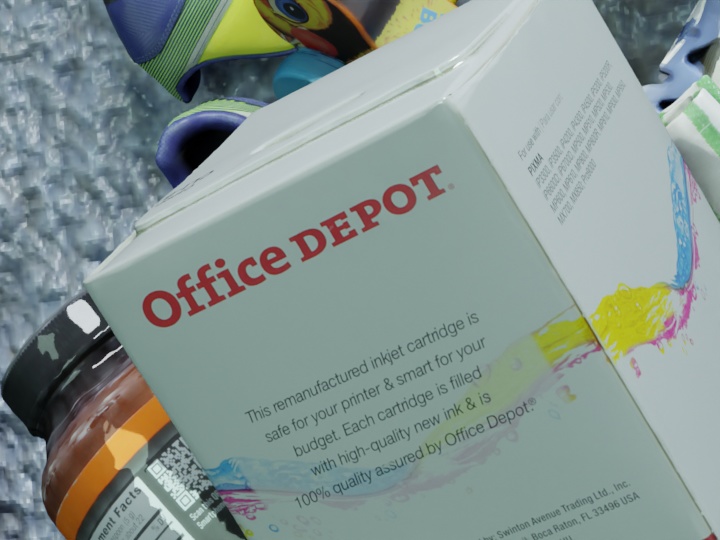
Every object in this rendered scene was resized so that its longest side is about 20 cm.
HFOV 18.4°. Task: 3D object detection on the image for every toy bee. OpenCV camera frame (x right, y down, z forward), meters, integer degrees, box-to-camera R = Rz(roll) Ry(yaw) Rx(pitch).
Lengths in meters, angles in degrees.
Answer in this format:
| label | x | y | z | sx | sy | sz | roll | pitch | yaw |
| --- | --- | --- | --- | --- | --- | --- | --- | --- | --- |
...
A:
| label | x | y | z | sx | sy | sz | roll | pitch | yaw |
| --- | --- | --- | --- | --- | --- | --- | --- | --- | --- |
| toy bee | -0.001 | -0.087 | 0.824 | 0.199 | 0.109 | 0.132 | 12 | 76 | -12 |

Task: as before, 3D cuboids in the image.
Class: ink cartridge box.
| label | x | y | z | sx | sy | sz | roll | pitch | yaw |
| --- | --- | --- | --- | --- | --- | --- | --- | --- | --- |
| ink cartridge box | 0.040 | 0.029 | 0.719 | 0.145 | 0.145 | 0.201 | -24 | 105 | 28 |

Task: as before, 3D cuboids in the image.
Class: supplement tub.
| label | x | y | z | sx | sy | sz | roll | pitch | yaw |
| --- | --- | --- | --- | --- | --- | --- | --- | --- | --- |
| supplement tub | -0.048 | 0.095 | 0.846 | 0.200 | 0.107 | 0.107 | 47 | 110 | 15 |

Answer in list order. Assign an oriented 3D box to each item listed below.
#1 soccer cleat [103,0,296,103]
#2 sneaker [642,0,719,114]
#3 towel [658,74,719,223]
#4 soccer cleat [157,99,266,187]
| label | x | y | z | sx | sy | sz | roll | pitch | yaw |
| --- | --- | --- | --- | --- | --- | --- | --- | --- | --- |
| soccer cleat | -0.013 | -0.134 | 0.911 | 0.199 | 0.065 | 0.084 | -24 | 109 | 22 |
| sneaker | 0.171 | -0.068 | 0.800 | 0.115 | 0.080 | 0.200 | 34 | 113 | 20 |
| towel | 0.099 | 0.044 | 0.802 | 0.153 | 0.023 | 0.200 | 46 | 120 | -4 |
| soccer cleat | -0.001 | 0.001 | 0.874 | 0.200 | 0.084 | 0.065 | 38 | 107 | 22 |
